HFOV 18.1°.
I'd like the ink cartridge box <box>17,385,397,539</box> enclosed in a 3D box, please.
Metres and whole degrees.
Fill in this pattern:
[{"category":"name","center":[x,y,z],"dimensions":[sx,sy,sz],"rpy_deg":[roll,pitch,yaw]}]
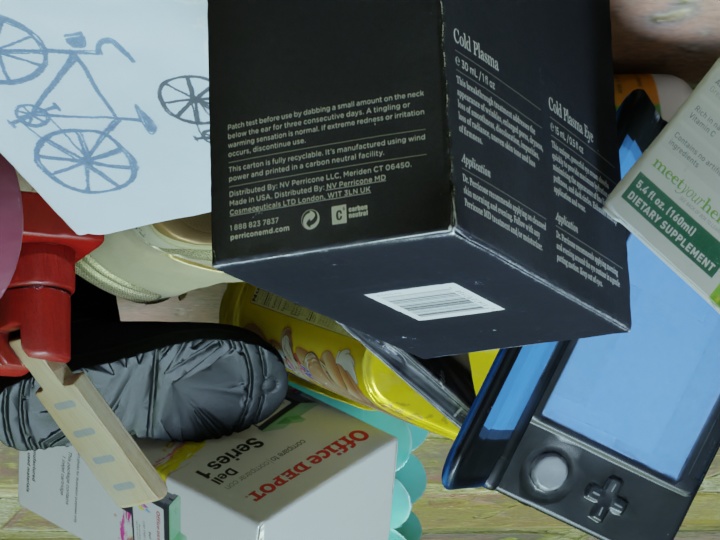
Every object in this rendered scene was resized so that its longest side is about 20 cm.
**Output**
[{"category":"ink cartridge box","center":[-0.096,0.128,1.430],"dimensions":[0.199,0.085,0.145],"rpy_deg":[24,-148,30]}]

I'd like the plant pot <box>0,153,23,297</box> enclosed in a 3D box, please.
[{"category":"plant pot","center":[-0.266,-0.022,1.094],"dimensions":[0.199,0.202,0.179],"rpy_deg":[-11,179,30]}]

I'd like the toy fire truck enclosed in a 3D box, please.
[{"category":"toy fire truck","center":[-0.185,0.033,1.262],"dimensions":[0.128,0.202,0.176],"rpy_deg":[5,163,-27]}]

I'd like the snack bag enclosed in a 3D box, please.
[{"category":"snack bag","center":[-0.091,-0.087,1.030],"dimensions":[0.199,0.022,0.189],"rpy_deg":[-10,144,23]}]

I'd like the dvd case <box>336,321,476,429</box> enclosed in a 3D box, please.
[{"category":"dvd case","center":[0.000,0.000,1.179],"dimensions":[0.149,0.016,0.200],"rpy_deg":[41,-169,-11]}]

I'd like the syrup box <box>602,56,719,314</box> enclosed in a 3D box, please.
[{"category":"syrup box","center":[0.200,-0.076,0.934],"dimensions":[0.200,0.079,0.081],"rpy_deg":[-53,152,14]}]

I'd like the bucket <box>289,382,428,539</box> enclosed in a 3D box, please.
[{"category":"bucket","center":[-0.021,0.115,1.631],"dimensions":[0.134,0.209,0.207],"rpy_deg":[1,166,5]}]

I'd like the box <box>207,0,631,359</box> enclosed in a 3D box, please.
[{"category":"box","center":[0.027,-0.074,0.923],"dimensions":[0.103,0.184,0.200],"rpy_deg":[-8,164,24]}]

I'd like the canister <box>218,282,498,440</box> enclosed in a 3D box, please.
[{"category":"canister","center":[0.016,0.047,1.418],"dimensions":[0.148,0.087,0.200],"rpy_deg":[23,176,-28]}]

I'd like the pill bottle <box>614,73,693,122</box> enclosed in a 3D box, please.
[{"category":"pill bottle","center":[0.122,-0.046,1.186],"dimensions":[0.198,0.112,0.111],"rpy_deg":[-2,166,0]}]

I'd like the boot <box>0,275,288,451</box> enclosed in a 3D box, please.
[{"category":"boot","center":[-0.158,0.041,1.416],"dimensions":[0.197,0.074,0.163],"rpy_deg":[-7,-151,-14]}]

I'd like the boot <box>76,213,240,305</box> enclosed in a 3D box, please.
[{"category":"boot","center":[-0.065,-0.020,1.339],"dimensions":[0.199,0.073,0.155],"rpy_deg":[2,167,-31]}]

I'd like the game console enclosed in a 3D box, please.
[{"category":"game console","center":[0.134,0.033,1.074],"dimensions":[0.170,0.201,0.118],"rpy_deg":[26,-177,-18]}]
